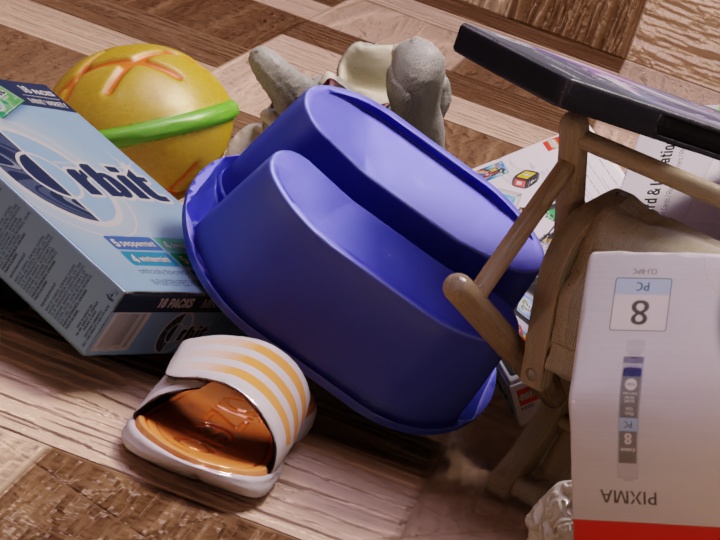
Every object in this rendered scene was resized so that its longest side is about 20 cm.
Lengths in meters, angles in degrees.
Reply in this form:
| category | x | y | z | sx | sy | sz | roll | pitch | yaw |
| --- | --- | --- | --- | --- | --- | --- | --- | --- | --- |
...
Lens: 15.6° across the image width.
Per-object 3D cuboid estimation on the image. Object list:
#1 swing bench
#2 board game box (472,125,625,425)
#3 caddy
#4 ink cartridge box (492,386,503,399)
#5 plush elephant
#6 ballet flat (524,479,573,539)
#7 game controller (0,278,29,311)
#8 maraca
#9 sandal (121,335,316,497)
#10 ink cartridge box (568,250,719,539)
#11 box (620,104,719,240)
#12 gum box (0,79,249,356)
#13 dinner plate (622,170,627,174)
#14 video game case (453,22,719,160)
| category | x | y | z | sx | sy | sz | roll | pitch | yaw |
| --- | --- | --- | --- | --- | --- | --- | --- | --- | --- |
| swing bench | 0.164 | 0.058 | 1.298 | 0.198 | 0.130 | 0.200 | 25 | -26 | 26 |
| board game box | 0.113 | -0.002 | 1.522 | 0.126 | 0.035 | 0.200 | -22 | 38 | -5 |
| caddy | 0.000 | 0.000 | 1.401 | 0.200 | 0.105 | 0.142 | 35 | 39 | -8 |
| ink cartridge box | 0.156 | 0.015 | 1.550 | 0.199 | 0.057 | 0.163 | 12 | 45 | 26 |
| plush elephant | -0.020 | -0.094 | 1.810 | 0.155 | 0.165 | 0.200 | 44 | -4 | 33 |
| ballet flat | 0.149 | 0.157 | 1.201 | 0.199 | 0.072 | 0.072 | 26 | 14 | 28 |
| game controller | -0.138 | 0.002 | 1.481 | 0.104 | 0.042 | 0.200 | 22 | 13 | 12 |
| maraca | -0.152 | -0.094 | 1.726 | 0.136 | 0.108 | 0.200 | -10 | 6 | -16 |
| sandal | -0.062 | 0.058 | 1.314 | 0.079 | 0.060 | 0.207 | 20 | 13 | 6 |
| ink cartridge box | 0.166 | 0.089 | 1.128 | 0.159 | 0.201 | 0.047 | 2 | -26 | 18 |
| box | 0.240 | -0.033 | 1.429 | 0.199 | 0.041 | 0.156 | -1 | 38 | 22 |
| gum box | -0.159 | -0.032 | 1.407 | 0.200 | 0.045 | 0.170 | 41 | 16 | 21 |
| dinner plate | 0.248 | -0.038 | 1.642 | 0.199 | 0.024 | 0.200 | 12 | -14 | 3 |
| video game case | 0.160 | -0.077 | 1.338 | 0.199 | 0.019 | 0.143 | 16 | 10 | -23 |
